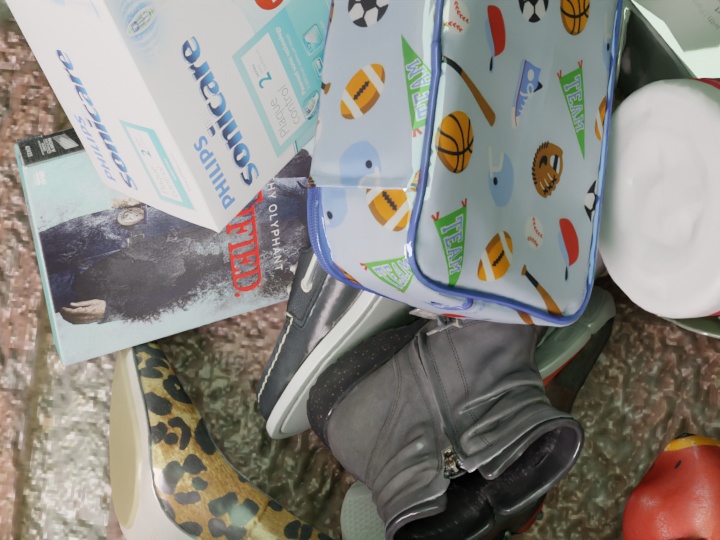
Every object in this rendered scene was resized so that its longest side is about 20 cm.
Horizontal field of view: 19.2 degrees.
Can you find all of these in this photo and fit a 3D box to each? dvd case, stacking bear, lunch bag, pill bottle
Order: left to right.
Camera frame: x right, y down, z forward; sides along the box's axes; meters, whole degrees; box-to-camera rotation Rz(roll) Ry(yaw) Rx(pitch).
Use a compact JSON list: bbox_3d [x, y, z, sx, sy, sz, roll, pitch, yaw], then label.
[{"bbox_3d":[-0.065,-0.033,1.061,0.198,0.147,0.022,-17,49,-14],"label":"dvd case"},{"bbox_3d":[0.053,-0.071,0.949,0.075,0.160,0.202,4,84,40],"label":"lunch bag"},{"bbox_3d":[0.217,-0.039,1.024,0.199,0.111,0.112,-5,75,-34],"label":"pill bottle"},{"bbox_3d":[0.219,0.113,1.023,0.198,0.121,0.115,-8,91,-19],"label":"stacking bear"}]

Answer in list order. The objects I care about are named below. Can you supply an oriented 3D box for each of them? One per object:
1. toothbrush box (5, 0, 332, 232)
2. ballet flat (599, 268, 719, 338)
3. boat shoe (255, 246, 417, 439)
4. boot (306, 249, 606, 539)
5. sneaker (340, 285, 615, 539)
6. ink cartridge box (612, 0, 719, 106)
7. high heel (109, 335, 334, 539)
[{"bbox_3d":[-0.052,-0.142,0.948,0.085,0.147,0.200,21,56,42],"label":"toothbrush box"},{"bbox_3d":[0.154,-0.013,1.106,0.199,0.074,0.075,32,80,9],"label":"ballet flat"},{"bbox_3d":[0.000,0.000,1.072,0.060,0.075,0.200,47,115,21],"label":"boat shoe"},{"bbox_3d":[0.075,0.049,1.012,0.200,0.132,0.070,-45,125,0],"label":"boot"},{"bbox_3d":[0.068,0.091,1.091,0.200,0.077,0.082,-47,124,-22],"label":"sneaker"},{"bbox_3d":[0.189,-0.163,1.102,0.199,0.129,0.126,-37,79,-6],"label":"ink cartridge box"},{"bbox_3d":[-0.051,0.117,1.096,0.141,0.072,0.202,-3,62,-24],"label":"high heel"}]
